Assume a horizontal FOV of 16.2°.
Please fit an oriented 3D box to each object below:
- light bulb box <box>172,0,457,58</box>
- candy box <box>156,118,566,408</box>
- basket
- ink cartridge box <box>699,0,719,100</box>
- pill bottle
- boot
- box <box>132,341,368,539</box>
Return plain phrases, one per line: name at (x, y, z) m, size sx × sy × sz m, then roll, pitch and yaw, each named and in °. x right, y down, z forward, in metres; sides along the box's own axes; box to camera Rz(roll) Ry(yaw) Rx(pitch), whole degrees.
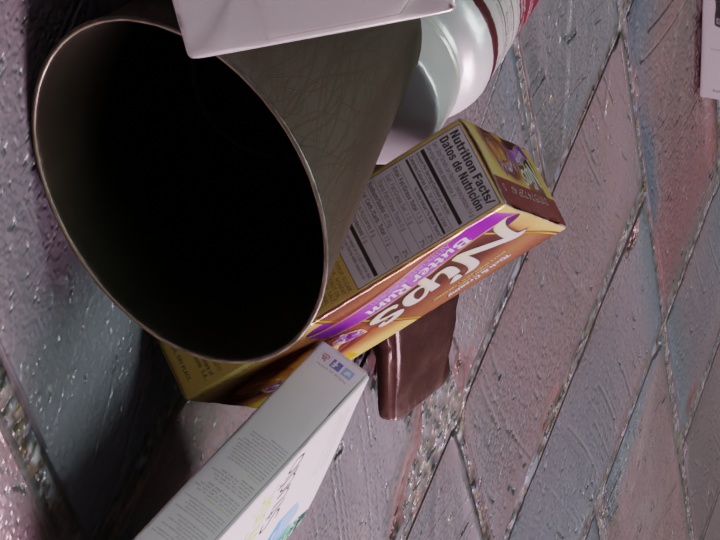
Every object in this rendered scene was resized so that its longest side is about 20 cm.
light bulb box at (-0.026, -0.228, 1.122) m, size 0.200 × 0.124 × 0.199 m, roll -75°, pitch 154°, yaw -63°
candy box at (0.000, 0.000, 1.335) m, size 0.057 × 0.200 × 0.117 m, roll 63°, pitch 15°, yaw 14°
basket at (-0.052, -0.083, 1.235) m, size 0.181 × 0.136 × 0.200 m, roll 64°, pitch 30°, yaw -21°
ink cartridge box at (0.365, -0.269, 2.283) m, size 0.145 × 0.083 × 0.201 m, roll -52°, pitch 146°, yaw -50°
pill bottle at (0.038, -0.156, 1.450) m, size 0.200 × 0.114 × 0.115 m, roll -57°, pitch 150°, yaw -44°
boot at (0.027, 0.015, 1.564) m, size 0.200 × 0.072 × 0.167 m, roll -36°, pitch 131°, yaw -66°
box at (-0.078, 0.143, 1.298) m, size 0.200 × 0.036 × 0.145 m, roll -45°, pitch 165°, yaw -40°
